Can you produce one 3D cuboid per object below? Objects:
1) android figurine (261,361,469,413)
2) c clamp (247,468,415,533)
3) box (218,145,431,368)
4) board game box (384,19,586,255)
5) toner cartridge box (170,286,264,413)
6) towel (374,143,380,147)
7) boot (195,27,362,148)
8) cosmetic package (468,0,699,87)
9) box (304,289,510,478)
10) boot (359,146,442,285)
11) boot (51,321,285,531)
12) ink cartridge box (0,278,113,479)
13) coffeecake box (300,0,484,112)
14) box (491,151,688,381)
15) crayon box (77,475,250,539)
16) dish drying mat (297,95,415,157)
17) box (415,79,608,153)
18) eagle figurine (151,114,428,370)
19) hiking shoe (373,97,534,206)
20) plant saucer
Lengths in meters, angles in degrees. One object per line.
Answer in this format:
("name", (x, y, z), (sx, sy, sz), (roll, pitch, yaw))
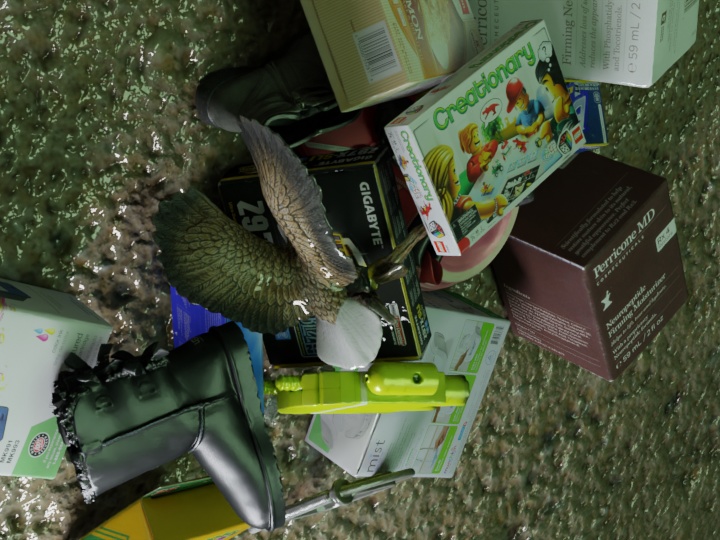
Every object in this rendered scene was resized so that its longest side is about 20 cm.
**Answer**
("android figurine", (0.000, 0.116, 1.194), (0.198, 0.182, 0.042), (4, 78, -24))
("c clamp", (-0.043, 0.248, 1.300), (0.170, 0.199, 0.027), (1, 68, -49))
("box", (-0.032, -0.009, 1.150), (0.049, 0.158, 0.202), (-55, 136, -57))
("board game box", (0.115, -0.120, 1.085), (0.200, 0.034, 0.127), (-41, 117, -32))
("toner cartridge box", (-0.135, 0.069, 1.157), (0.043, 0.095, 0.202), (-21, 125, -37))
("towel", (0.073, -0.141, 1.305), (0.199, 0.034, 0.194), (-35, 132, -28))
("boot", (-0.039, -0.160, 1.108), (0.199, 0.130, 0.068), (-30, 128, -32))
("cosmetic package", (0.225, -0.296, 1.225), (0.166, 0.198, 0.169), (-41, 135, -50))
("box", (0.055, 0.125, 1.378), (0.175, 0.096, 0.202), (9, 104, -47))
("boot", (0.000, 0.000, 1.201), (0.201, 0.144, 0.072), (-54, 155, 15))
("boot", (-0.158, 0.147, 1.015), (0.161, 0.073, 0.200), (-19, 106, -20))
("ink cartridge box", (-0.320, 0.080, 0.982), (0.199, 0.087, 0.147), (18, 98, -47))
("coffeecake box", (0.027, -0.234, 1.083), (0.200, 0.072, 0.155), (-28, 99, -62))
("box", (0.272, -0.011, 1.476), (0.166, 0.164, 0.201), (-43, 135, -21))
("crayon box", (-0.179, 0.242, 1.143), (0.126, 0.051, 0.200), (-6, 158, -43))
("dish drying mat", (0.022, -0.167, 1.207), (0.200, 0.018, 0.077), (-40, 130, -13))
("box", (0.149, -0.145, 1.185), (0.198, 0.064, 0.071), (-7, 87, -38))
("eagle figurine", (-0.060, -0.018, 1.041), (0.199, 0.150, 0.153), (29, 79, -37))
("hiking shoe", (0.097, -0.139, 1.232), (0.199, 0.075, 0.102), (26, 63, -31))
("plant saucer", (0.106, -0.066, 1.330), (0.199, 0.051, 0.202), (-25, 129, -34))
